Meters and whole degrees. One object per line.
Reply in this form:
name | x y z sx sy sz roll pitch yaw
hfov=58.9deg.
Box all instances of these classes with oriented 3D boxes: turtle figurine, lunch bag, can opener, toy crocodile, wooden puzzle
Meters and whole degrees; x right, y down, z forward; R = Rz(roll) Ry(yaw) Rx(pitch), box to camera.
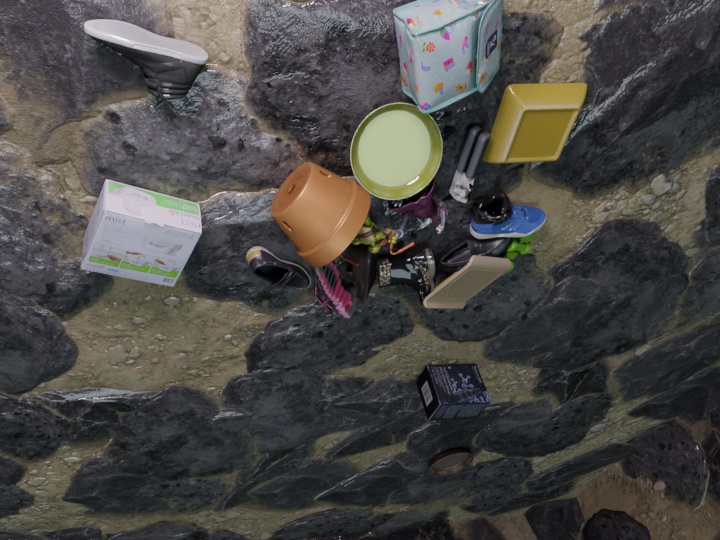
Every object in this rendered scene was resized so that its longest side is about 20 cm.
turtle figurine | 0.019 -0.097 1.467 0.197 0.065 0.163 -7 129 31
lunch bag | 0.172 -0.406 1.155 0.197 0.123 0.172 -22 139 -8
can opener | 0.248 -0.238 1.442 0.066 0.052 0.202 -38 153 -32
toy crocodile | 0.391 -0.050 1.702 0.066 0.063 0.201 7 139 -27
wooden puzzle | 0.276 0.028 1.666 0.183 0.038 0.200 3 140 -45

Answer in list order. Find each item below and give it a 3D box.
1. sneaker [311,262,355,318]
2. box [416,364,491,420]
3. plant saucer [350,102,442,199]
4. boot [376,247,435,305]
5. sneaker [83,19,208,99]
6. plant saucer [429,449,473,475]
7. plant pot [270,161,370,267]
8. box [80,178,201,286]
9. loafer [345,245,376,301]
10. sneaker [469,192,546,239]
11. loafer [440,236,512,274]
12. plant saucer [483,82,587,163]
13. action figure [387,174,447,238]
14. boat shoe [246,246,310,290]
sneaker | -0.089 0.048 1.624 0.094 0.080 0.202 1 137 32
box | 0.307 0.403 2.117 0.196 0.150 0.108 3 138 -23
plant saucer | 0.073 -0.248 1.324 0.196 0.031 0.204 -5 117 -9
boot | 0.118 0.026 1.676 0.151 0.074 0.205 -9 140 -4
sneaker | -0.361 -0.343 1.062 0.197 0.071 0.100 7 130 -33
plant saucer | 0.384 0.812 2.712 0.196 0.032 0.202 -11 141 -9
plant pot | -0.096 -0.128 1.334 0.139 0.202 0.199 36 119 -27
box | -0.454 -0.071 1.323 0.197 0.098 0.177 13 131 -31
loafer | 0.000 0.000 1.613 0.070 0.074 0.202 18 141 11
sneaker | 0.370 -0.140 1.568 0.196 0.078 0.112 -6 149 -3
loafer | 0.298 -0.054 1.647 0.199 0.069 0.070 -30 148 20
plant saucer | 0.388 -0.310 1.402 0.196 0.049 0.202 -5 138 -15
action figure | 0.131 -0.157 1.468 0.131 0.152 0.200 -2 166 22
boat shoe | -0.195 0.009 1.542 0.074 0.063 0.199 -37 138 20
